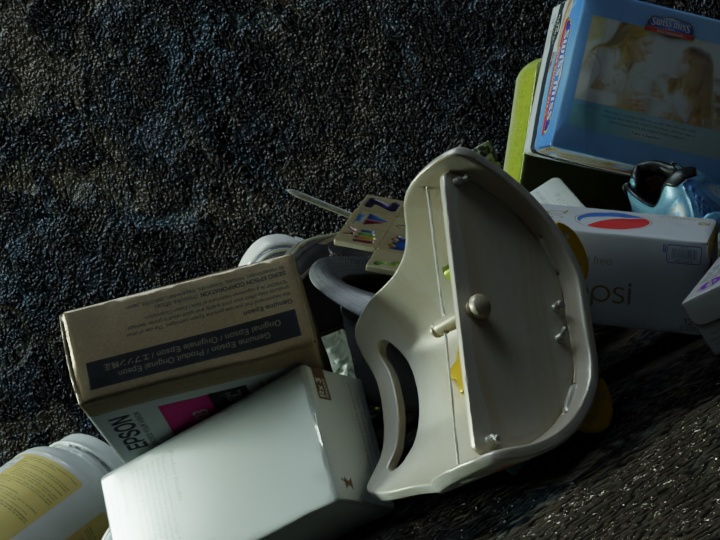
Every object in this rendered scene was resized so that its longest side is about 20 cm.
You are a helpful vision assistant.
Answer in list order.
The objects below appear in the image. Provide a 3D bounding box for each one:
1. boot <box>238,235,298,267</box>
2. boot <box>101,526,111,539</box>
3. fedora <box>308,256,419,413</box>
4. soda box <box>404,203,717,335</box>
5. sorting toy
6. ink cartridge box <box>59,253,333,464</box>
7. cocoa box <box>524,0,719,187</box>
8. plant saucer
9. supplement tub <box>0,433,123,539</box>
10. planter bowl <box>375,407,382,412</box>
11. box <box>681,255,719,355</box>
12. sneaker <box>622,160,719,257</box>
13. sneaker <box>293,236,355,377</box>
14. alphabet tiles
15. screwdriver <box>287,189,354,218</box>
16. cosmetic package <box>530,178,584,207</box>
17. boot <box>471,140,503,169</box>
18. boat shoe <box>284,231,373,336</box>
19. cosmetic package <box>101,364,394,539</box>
[{"bbox_3d":[-0.060,0.076,1.361,0.073,0.200,0.090,-8,33,-17],"label":"boot"},{"bbox_3d":[-0.118,0.191,1.282,0.200,0.073,0.090,-29,3,5],"label":"boot"},{"bbox_3d":[0.050,0.055,1.215,0.177,0.091,0.200,2,11,-36],"label":"fedora"},{"bbox_3d":[0.132,-0.006,1.115,0.199,0.064,0.068,7,16,16],"label":"soda box"},{"bbox_3d":[0.054,0.059,1.049,0.107,0.200,0.180,14,-31,-33],"label":"sorting toy"},{"bbox_3d":[-0.104,0.078,1.195,0.164,0.075,0.200,-16,-25,0],"label":"ink cartridge box"},{"bbox_3d":[0.251,-0.140,1.379,0.199,0.134,0.131,12,2,-4],"label":"cocoa box"},{"bbox_3d":[0.197,-0.118,1.551,0.199,0.200,0.048,-16,33,-42],"label":"plant saucer"},{"bbox_3d":[-0.294,0.245,1.482,0.145,0.146,0.200,-28,5,45],"label":"supplement tub"},{"bbox_3d":[0.078,0.041,1.540,0.200,0.084,0.200,-32,3,2],"label":"planter bowl"},{"bbox_3d":[0.257,-0.008,1.061,0.041,0.039,0.200,-31,4,36],"label":"box"},{"bbox_3d":[0.243,-0.049,1.305,0.078,0.090,0.200,-33,3,-7],"label":"sneaker"},{"bbox_3d":[-0.024,0.054,1.469,0.200,0.115,0.074,101,-172,-52],"label":"sneaker"},{"bbox_3d":[0.088,-0.020,1.263,0.199,0.006,0.166,11,24,10],"label":"alphabet tiles"},{"bbox_3d":[0.038,-0.028,1.308,0.029,0.200,0.028,-60,7,28],"label":"screwdriver"},{"bbox_3d":[0.107,0.016,1.394,0.200,0.074,0.102,-32,24,1],"label":"cosmetic package"},{"bbox_3d":[0.099,-0.026,1.667,0.203,0.154,0.073,-30,2,43],"label":"boot"},{"bbox_3d":[0.000,0.000,1.326,0.073,0.075,0.200,-5,20,34],"label":"boat shoe"},{"bbox_3d":[-0.081,0.153,1.158,0.200,0.102,0.074,-28,-27,28],"label":"cosmetic package"}]
